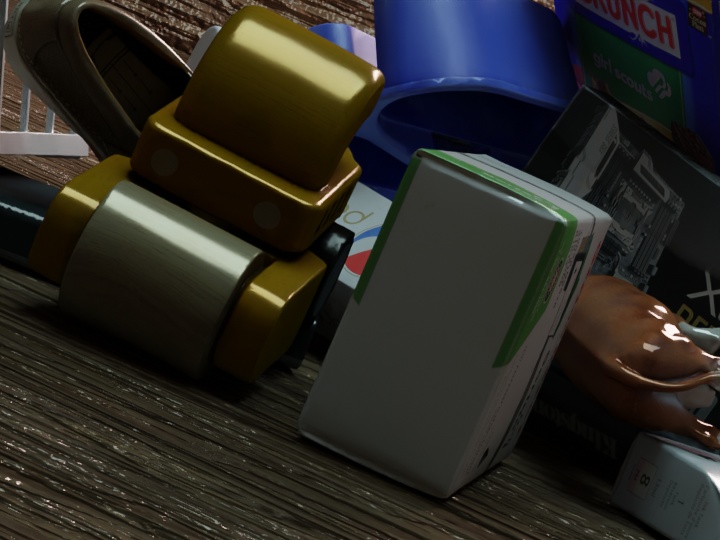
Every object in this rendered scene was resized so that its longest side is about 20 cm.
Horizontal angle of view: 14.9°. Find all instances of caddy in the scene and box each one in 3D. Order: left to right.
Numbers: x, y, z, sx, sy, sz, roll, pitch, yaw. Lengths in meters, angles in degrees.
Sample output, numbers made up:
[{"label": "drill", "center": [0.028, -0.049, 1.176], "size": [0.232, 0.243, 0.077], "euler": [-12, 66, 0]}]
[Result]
[{"label": "caddy", "center": [0.052, -0.098, 1.678], "size": [0.141, 0.105, 0.200], "euler": [-25, -24, 37]}]

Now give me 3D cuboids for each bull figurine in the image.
[{"label": "bull figurine", "center": [0.147, 0.039, 1.501], "size": [0.121, 0.065, 0.200], "euler": [20, 16, -19]}]

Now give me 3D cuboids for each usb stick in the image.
[{"label": "usb stick", "center": [0.136, 0.086, 1.560], "size": [0.033, 0.056, 0.200], "euler": [-35, 43, -29]}]

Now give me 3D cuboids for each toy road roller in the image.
[{"label": "toy road roller", "center": [-0.064, -0.045, 1.364], "size": [0.123, 0.146, 0.200], "euler": [27, 20, 6]}]

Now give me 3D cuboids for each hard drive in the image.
[{"label": "hard drive", "center": [-0.127, -0.007, 1.501], "size": [0.200, 0.033, 0.140], "euler": [21, 6, -10]}]

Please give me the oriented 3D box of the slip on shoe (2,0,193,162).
[{"label": "slip on shoe", "center": [-0.104, -0.079, 1.479], "size": [0.200, 0.076, 0.061], "euler": [47, -28, -26]}]

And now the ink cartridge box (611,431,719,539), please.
[{"label": "ink cartridge box", "center": [0.244, 0.150, 1.403], "size": [0.162, 0.057, 0.200], "euler": [19, 2, -28]}]

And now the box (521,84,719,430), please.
[{"label": "box", "center": [0.169, 0.012, 1.624], "size": [0.200, 0.158, 0.050], "euler": [39, 12, 20]}]

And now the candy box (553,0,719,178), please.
[{"label": "candy box", "center": [0.195, -0.134, 1.679], "size": [0.077, 0.200, 0.169], "euler": [-27, 42, -21]}]

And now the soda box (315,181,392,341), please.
[{"label": "soda box", "center": [0.000, 0.000, 1.584], "size": [0.200, 0.068, 0.064], "euler": [33, -32, 44]}]

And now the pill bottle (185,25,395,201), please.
[{"label": "pill bottle", "center": [-0.019, -0.088, 1.801], "size": [0.200, 0.112, 0.112], "euler": [21, 6, -17]}]

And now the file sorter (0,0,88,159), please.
[{"label": "file sorter", "center": [-0.243, -0.126, 1.524], "size": [0.138, 0.125, 0.200], "euler": [4, 2, 11]}]

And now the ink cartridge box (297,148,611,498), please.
[{"label": "ink cartridge box", "center": [0.051, 0.022, 1.353], "size": [0.084, 0.146, 0.200], "euler": [24, 7, 10]}]
